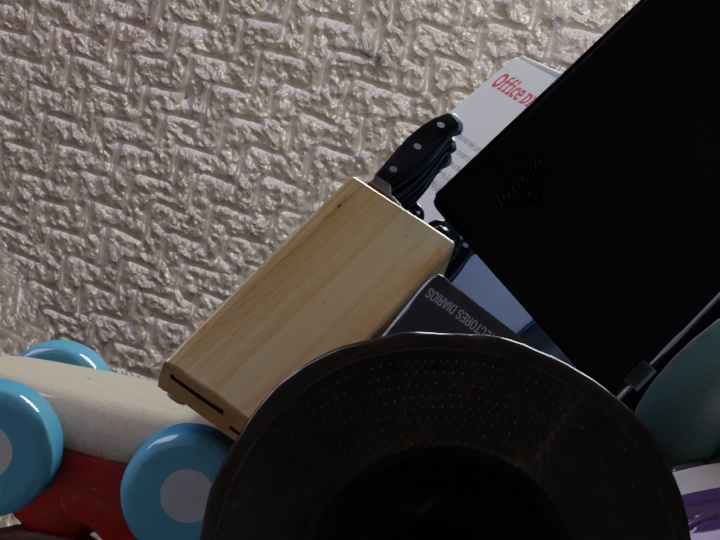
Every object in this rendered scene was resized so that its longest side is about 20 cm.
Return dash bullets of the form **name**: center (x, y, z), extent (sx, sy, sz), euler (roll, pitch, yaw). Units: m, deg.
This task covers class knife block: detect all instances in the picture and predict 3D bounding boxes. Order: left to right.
- **knife block**: center (0.000, 0.000, 0.881), extent (0.176, 0.064, 0.200), euler (-59, -13, 5)

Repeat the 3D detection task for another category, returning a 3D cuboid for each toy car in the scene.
- **toy car**: center (-0.136, 0.152, 0.918), extent (0.176, 0.201, 0.184), euler (13, 5, 0)

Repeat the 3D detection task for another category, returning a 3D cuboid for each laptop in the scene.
- **laptop**: center (0.155, -0.015, 0.943), extent (0.187, 0.116, 0.200), euler (-43, -28, -13)

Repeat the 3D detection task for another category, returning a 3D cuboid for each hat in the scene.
- **hat**: center (0.031, 0.127, 0.688), extent (0.200, 0.201, 0.081), euler (-28, -16, -8)

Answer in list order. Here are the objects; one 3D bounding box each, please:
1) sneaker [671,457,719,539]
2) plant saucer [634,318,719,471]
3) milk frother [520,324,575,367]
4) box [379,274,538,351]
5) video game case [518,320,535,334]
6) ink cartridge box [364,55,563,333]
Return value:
- **sneaker**: center (0.201, 0.108, 0.694), extent (0.199, 0.076, 0.088), euler (-18, 34, 2)
- **plant saucer**: center (0.207, 0.059, 0.743), extent (0.199, 0.027, 0.200), euler (-10, -39, -8)
- **milk frother**: center (0.179, 0.062, 1.132), extent (0.188, 0.200, 0.181), euler (-32, 26, 23)
- **box**: center (0.012, 0.123, 0.787), extent (0.200, 0.122, 0.106), euler (-51, -7, -21)
- **video game case**: center (0.079, 0.007, 1.112), extent (0.200, 0.018, 0.143), euler (-36, 21, 13)
- **ink cartridge box**: center (0.058, -0.021, 1.055), extent (0.200, 0.084, 0.146), euler (-40, 20, 1)
